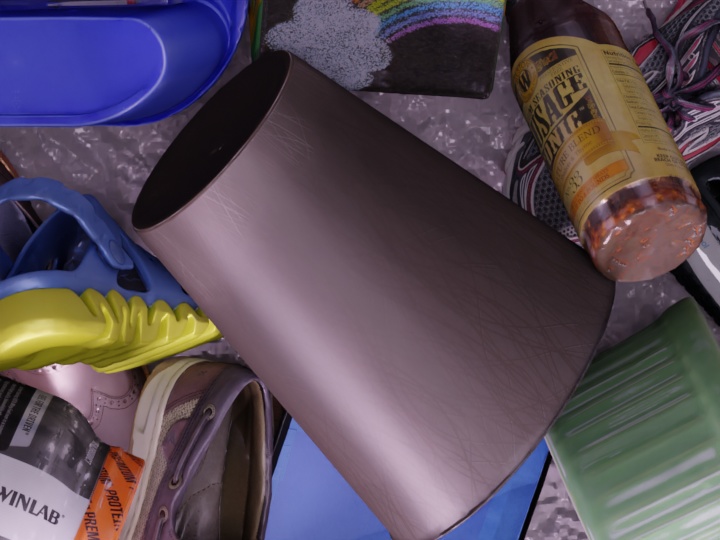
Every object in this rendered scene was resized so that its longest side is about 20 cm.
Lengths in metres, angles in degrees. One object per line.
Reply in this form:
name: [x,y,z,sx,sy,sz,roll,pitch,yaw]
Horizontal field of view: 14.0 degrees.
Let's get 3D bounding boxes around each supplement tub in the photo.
supplement tub: [-0.208,0.098,1.359,0.199,0.123,0.123,20,93,-1]

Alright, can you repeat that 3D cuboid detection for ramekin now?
ramekin: [0.165,0.123,1.479,0.097,0.200,0.201,-25,98,4]

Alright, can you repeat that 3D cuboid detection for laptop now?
laptop: [0.034,0.169,1.476,0.177,0.201,0.103,15,133,-35]

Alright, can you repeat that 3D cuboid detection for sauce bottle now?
sauce bottle: [0.110,-0.087,1.463,0.066,0.066,0.201,-15,53,-12]

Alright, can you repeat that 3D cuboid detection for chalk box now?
chalk box: [0.013,-0.201,1.415,0.124,0.124,0.201,3,130,-7]

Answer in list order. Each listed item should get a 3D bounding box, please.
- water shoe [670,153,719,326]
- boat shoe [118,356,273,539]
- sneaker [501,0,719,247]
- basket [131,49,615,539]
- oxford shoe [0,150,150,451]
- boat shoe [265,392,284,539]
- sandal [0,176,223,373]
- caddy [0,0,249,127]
water shoe: [0.237,0.024,1.536,0.079,0.071,0.200,-41,100,-3]
boat shoe: [-0.079,0.141,1.425,0.072,0.065,0.201,13,79,-38]
sneaker: [0.152,-0.088,1.512,0.081,0.075,0.200,45,90,-9]
basket: [0.000,0.000,1.407,0.200,0.136,0.181,42,63,-18]
oxford shoe: [-0.165,0.024,1.486,0.071,0.073,0.200,-35,99,-3]
boat shoe: [-0.088,0.147,1.510,0.074,0.075,0.204,12,95,-2]
sandal: [-0.124,0.002,1.412,0.079,0.200,0.088,-20,79,18]
caddy: [-0.156,-0.140,1.448,0.199,0.105,0.142,1,97,14]
